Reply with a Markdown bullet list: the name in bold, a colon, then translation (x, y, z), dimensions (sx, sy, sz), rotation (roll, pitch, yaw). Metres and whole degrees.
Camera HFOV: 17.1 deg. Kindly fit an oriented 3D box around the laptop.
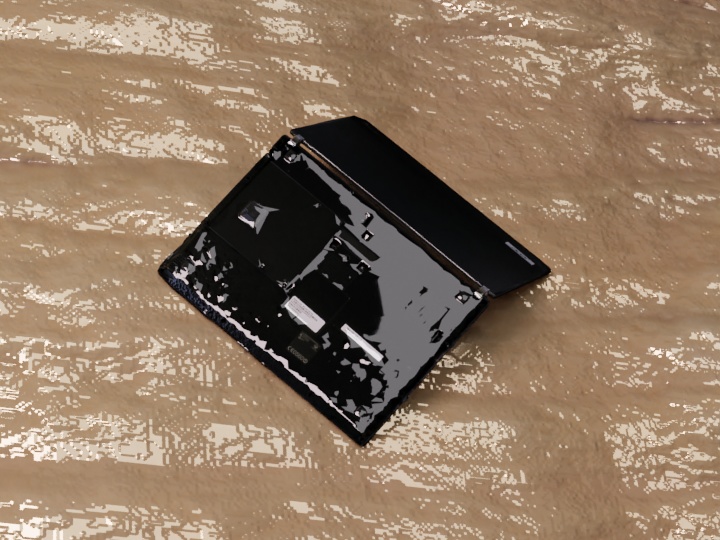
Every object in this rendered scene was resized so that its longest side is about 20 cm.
- **laptop**: translation (0.000, 0.000, 1.565), dimensions (0.177, 0.103, 0.200), rotation (39, 74, 13)
